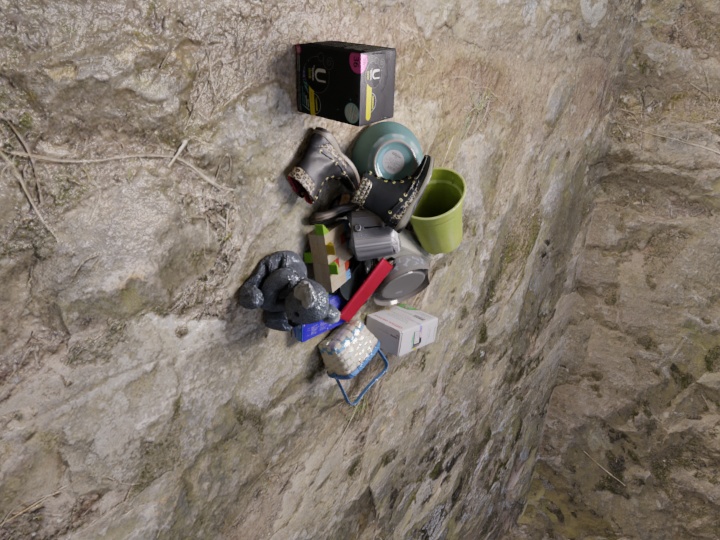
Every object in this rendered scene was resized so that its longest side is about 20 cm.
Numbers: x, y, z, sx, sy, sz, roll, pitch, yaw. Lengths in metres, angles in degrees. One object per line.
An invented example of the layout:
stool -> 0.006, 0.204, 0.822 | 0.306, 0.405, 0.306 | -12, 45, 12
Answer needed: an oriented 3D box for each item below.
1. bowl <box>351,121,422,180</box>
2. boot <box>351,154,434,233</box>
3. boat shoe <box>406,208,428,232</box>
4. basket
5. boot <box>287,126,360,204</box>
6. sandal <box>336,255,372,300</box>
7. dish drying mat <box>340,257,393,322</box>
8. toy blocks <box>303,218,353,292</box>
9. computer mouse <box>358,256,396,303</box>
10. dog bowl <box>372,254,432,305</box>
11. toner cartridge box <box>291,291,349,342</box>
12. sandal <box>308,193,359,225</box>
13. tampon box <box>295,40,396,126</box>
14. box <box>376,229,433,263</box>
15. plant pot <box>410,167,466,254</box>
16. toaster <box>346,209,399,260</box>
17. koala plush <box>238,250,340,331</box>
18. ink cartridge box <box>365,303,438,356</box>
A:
bowl -> 0.079, -0.276, 1.641 | 0.194, 0.105, 0.208 | -2, 103, -9
boot -> 0.081, -0.216, 1.563 | 0.208, 0.151, 0.073 | -63, -175, -4
boat shoe -> 0.186, -0.197, 1.935 | 0.072, 0.071, 0.205 | 21, 90, -54
basket -> -0.015, 0.251, 1.817 | 0.176, 0.138, 0.203 | -41, 109, -32
boot -> -0.088, -0.226, 1.560 | 0.152, 0.072, 0.201 | -56, 139, -19
sandal -> 0.000, 0.001, 1.771 | 0.076, 0.047, 0.203 | 53, 48, -30
dish drying mat -> 0.013, 0.054, 1.755 | 0.201, 0.018, 0.077 | -51, 156, 3
toy blocks -> -0.070, -0.042, 1.671 | 0.136, 0.097, 0.206 | -37, 126, -54
computer mouse -> 0.024, 0.035, 1.806 | 0.201, 0.059, 0.034 | -48, 131, 7
dog bowl -> 0.118, 0.026, 1.886 | 0.195, 0.060, 0.201 | -18, 154, -9
toner cartridge box -> -0.101, 0.113, 1.732 | 0.198, 0.042, 0.098 | -22, 122, -47
sandal -> -0.057, -0.166, 1.647 | 0.197, 0.081, 0.056 | -22, 89, -34
tampon box -> -0.033, -0.422, 1.430 | 0.125, 0.197, 0.154 | -25, 126, -43
box -> 0.125, -0.062, 1.885 | 0.094, 0.080, 0.198 | -30, 154, 24
plant pot -> 0.217, -0.154, 1.824 | 0.201, 0.197, 0.187 | -49, 142, -24
toaster -> 0.036, -0.091, 1.678 | 0.200, 0.125, 0.117 | 66, 19, -77
koala plush -> -0.149, 0.059, 1.511 | 0.187, 0.197, 0.178 | -59, 142, -13
ink cartridge box -> 0.125, 0.180, 1.977 | 0.197, 0.142, 0.087 | -13, 117, -49
